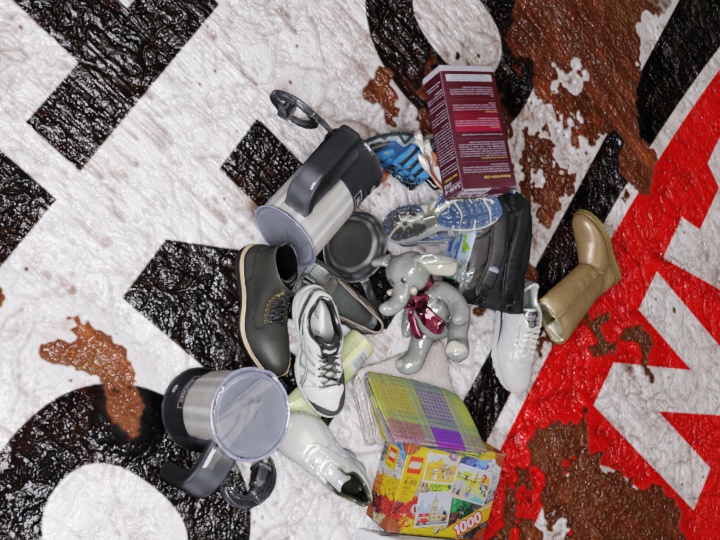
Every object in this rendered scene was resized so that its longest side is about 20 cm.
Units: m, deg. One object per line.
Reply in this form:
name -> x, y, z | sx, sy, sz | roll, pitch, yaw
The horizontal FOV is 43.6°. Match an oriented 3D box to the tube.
tube -> -0.061, 0.180, 1.407 | 0.058, 0.052, 0.200 | 35, 69, 19

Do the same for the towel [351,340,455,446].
towel -> 0.076, 0.203, 1.495 | 0.197, 0.034, 0.136 | -17, 95, -32

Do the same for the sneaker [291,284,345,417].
sneaker -> -0.059, 0.125, 1.338 | 0.074, 0.087, 0.205 | -14, 98, -19

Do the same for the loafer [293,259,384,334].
loafer -> -0.041, 0.039, 1.411 | 0.198, 0.063, 0.073 | 33, 85, -23

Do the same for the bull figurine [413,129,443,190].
bull figurine -> 0.159, -0.229, 1.506 | 0.121, 0.064, 0.203 | 38, 58, -28

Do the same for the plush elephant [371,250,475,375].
plush elephant -> 0.092, 0.041, 1.412 | 0.153, 0.164, 0.203 | 32, 67, -24

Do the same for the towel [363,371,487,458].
towel -> 0.099, 0.229, 1.427 | 0.196, 0.023, 0.145 | 15, 33, -31

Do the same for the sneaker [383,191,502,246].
sneaker -> 0.138, -0.083, 1.495 | 0.195, 0.085, 0.079 | -9, 72, 8

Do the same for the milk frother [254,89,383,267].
milk frother -> -0.096, -0.150, 1.366 | 0.189, 0.197, 0.182 | -49, 151, -29

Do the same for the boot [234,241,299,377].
boot -> -0.125, 0.059, 1.322 | 0.076, 0.137, 0.205 | -17, 95, -31

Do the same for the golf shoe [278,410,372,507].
golf shoe -> -0.051, 0.285, 1.355 | 0.199, 0.097, 0.079 | 39, 89, -26

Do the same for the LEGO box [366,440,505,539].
LEGO box -> 0.123, 0.347, 1.464 | 0.196, 0.077, 0.153 | 13, 93, -31

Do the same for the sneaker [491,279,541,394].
sneaker -> 0.285, 0.119, 1.607 | 0.075, 0.080, 0.206 | 0, 87, -33

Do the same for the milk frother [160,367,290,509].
milk frother -> -0.161, 0.236, 1.244 | 0.197, 0.187, 0.185 | 21, 75, -29

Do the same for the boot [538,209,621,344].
boot -> 0.402, 0.009, 1.700 | 0.199, 0.066, 0.177 | -38, 105, -28

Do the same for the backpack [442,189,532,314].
backpack -> 0.223, -0.046, 1.560 | 0.160, 0.153, 0.205 | 11, 100, -26

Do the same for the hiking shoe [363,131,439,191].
hiking shoe -> 0.076, -0.180, 1.506 | 0.196, 0.074, 0.089 | -1, 82, -32

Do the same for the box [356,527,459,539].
box -> 0.092, 0.524, 1.416 | 0.195, 0.130, 0.205 | 15, 78, -30

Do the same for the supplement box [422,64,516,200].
supplement box -> 0.172, -0.219, 1.431 | 0.107, 0.061, 0.205 | -4, 79, -27

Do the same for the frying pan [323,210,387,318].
frying pan -> 0.011, -0.013, 1.468 | 0.115, 0.031, 0.191 | -44, 118, -8
